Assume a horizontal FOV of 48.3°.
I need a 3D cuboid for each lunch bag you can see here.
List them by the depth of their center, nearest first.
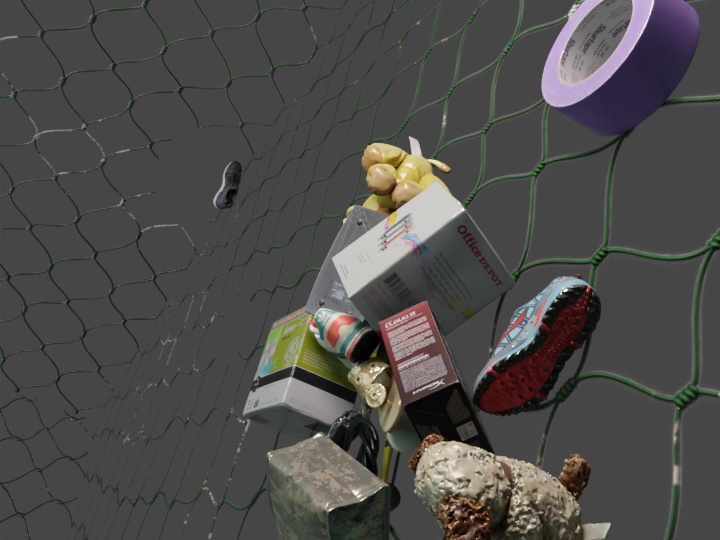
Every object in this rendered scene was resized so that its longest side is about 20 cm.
[{"bbox_3d":[-0.044,0.356,1.106,0.164,0.117,0.201,26,122,50],"label":"lunch bag"}]

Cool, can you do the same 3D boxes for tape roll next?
[{"bbox_3d":[0.339,-0.285,1.061,0.200,0.085,0.200,-49,26,34],"label":"tape roll"}]

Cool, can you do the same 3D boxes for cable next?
[{"bbox_3d":[-0.028,0.325,1.275,0.200,0.051,0.163,-60,26,1],"label":"cable"}]

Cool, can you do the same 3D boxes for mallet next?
[{"bbox_3d":[0.036,0.276,1.194,0.066,0.041,0.200,-49,20,39],"label":"mallet"}]

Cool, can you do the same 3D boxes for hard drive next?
[{"bbox_3d":[0.000,0.000,1.319,0.135,0.042,0.200,20,83,40],"label":"hard drive"}]

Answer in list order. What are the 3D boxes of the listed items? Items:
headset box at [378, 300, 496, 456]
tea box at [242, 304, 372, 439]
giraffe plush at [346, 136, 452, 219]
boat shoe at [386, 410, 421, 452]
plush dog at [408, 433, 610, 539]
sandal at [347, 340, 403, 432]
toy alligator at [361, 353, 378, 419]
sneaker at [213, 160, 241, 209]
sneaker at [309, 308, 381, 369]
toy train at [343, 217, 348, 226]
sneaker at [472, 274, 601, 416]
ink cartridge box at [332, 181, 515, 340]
[{"bbox_3d":[0.095,0.147,1.023,0.077,0.149,0.200,-25,30,4],"label":"headset box"},{"bbox_3d":[-0.095,0.186,1.456,0.200,0.133,0.197,-29,39,57],"label":"tea box"},{"bbox_3d":[0.058,-0.128,1.442,0.162,0.172,0.200,-59,6,33],"label":"giraffe plush"},{"bbox_3d":[0.074,0.178,1.184,0.072,0.070,0.201,115,169,-58],"label":"boat shoe"},{"bbox_3d":[0.134,0.235,0.815,0.161,0.171,0.200,-60,21,8],"label":"plush dog"},{"bbox_3d":[0.015,0.154,1.136,0.212,0.069,0.078,-90,21,-68],"label":"sandal"},{"bbox_3d":[0.035,0.176,1.247,0.054,0.059,0.200,-14,15,8],"label":"toy alligator"},{"bbox_3d":[-0.486,-0.325,3.063,0.087,0.076,0.201,1,69,51],"label":"sneaker"},{"bbox_3d":[-0.025,0.095,1.197,0.070,0.093,0.200,-53,-10,-7],"label":"sneaker"},{"bbox_3d":[0.009,0.007,1.445,0.150,0.055,0.200,67,-162,-58],"label":"toy train"},{"bbox_3d":[0.210,0.090,0.969,0.200,0.079,0.096,-50,11,15],"label":"sneaker"},{"bbox_3d":[0.087,0.000,1.149,0.200,0.145,0.145,-36,25,5],"label":"ink cartridge box"}]
